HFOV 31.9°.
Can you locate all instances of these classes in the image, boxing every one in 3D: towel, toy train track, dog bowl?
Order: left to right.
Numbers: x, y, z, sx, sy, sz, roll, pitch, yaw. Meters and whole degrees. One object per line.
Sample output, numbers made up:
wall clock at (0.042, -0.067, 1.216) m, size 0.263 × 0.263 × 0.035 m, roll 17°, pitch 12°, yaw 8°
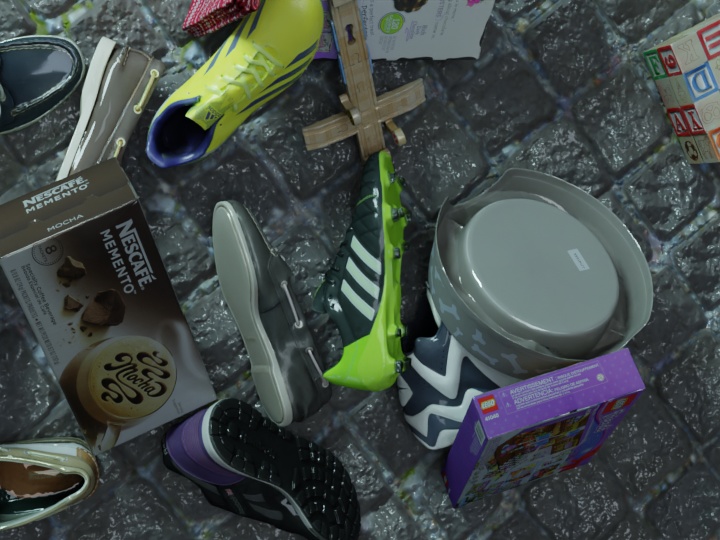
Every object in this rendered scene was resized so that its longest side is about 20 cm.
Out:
towel at (-0.101, -0.262, 0.978) m, size 0.022 × 0.200 × 0.147 m, roll 9°, pitch 91°, yaw -20°
toy train track at (0.002, -0.154, 1.034) m, size 0.114 × 0.033 × 0.201 m, roll -24°, pitch 135°, yaw -11°
dog bowl at (0.148, 0.007, 1.074) m, size 0.198 × 0.059 × 0.202 m, roll 11°, pitch 51°, yaw -14°

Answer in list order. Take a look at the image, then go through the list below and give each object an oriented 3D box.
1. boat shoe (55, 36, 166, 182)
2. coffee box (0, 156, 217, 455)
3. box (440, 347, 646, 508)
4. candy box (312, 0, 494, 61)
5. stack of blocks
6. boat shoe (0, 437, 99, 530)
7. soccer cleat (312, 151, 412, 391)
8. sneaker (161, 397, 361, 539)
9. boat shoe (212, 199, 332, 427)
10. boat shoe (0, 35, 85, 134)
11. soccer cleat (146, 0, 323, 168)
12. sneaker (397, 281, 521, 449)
boat shoe at (-0.213, -0.086, 1.029) m, size 0.059 × 0.072 × 0.202 m, roll 17°, pitch 84°, yaw -11°
coffee box at (-0.201, 0.030, 0.992) m, size 0.112 × 0.080 × 0.202 m, roll -23°, pitch 125°, yaw -11°
box at (0.147, 0.137, 1.062) m, size 0.135 × 0.201 × 0.039 m, roll -16°, pitch 66°, yaw -12°
candy box at (0.015, -0.254, 1.022) m, size 0.197 × 0.169 × 0.072 m, roll -2°, pitch 54°, yaw -13°
stack of blocks at (0.376, -0.194, 1.165) m, size 0.199 × 0.059 × 0.116 m, roll -28°, pitch 99°, yaw -10°
boat shoe at (-0.312, 0.175, 1.019) m, size 0.198 × 0.068 × 0.076 m, roll -12°, pitch 95°, yaw -12°
soccer cleat at (0.000, 0.000, 1.061) m, size 0.080 × 0.067 × 0.203 m, roll -1°, pitch 85°, yaw 17°
sneaker at (-0.084, 0.180, 1.080) m, size 0.200 × 0.087 × 0.076 m, roll 43°, pitch 42°, yaw -30°
boat shoe at (-0.075, 0.032, 1.074) m, size 0.057 × 0.067 × 0.202 m, roll -21°, pitch 103°, yaw -30°
boat shoe at (-0.316, -0.142, 1.005) m, size 0.198 × 0.062 × 0.076 m, roll -16°, pitch 94°, yaw -12°
soccer cleat at (-0.100, -0.147, 0.998) m, size 0.065 × 0.084 × 0.200 m, roll 45°, pitch 126°, yaw -9°
sneaker at (0.111, 0.053, 1.104) m, size 0.198 × 0.080 × 0.131 m, roll -27°, pitch 107°, yaw 0°
